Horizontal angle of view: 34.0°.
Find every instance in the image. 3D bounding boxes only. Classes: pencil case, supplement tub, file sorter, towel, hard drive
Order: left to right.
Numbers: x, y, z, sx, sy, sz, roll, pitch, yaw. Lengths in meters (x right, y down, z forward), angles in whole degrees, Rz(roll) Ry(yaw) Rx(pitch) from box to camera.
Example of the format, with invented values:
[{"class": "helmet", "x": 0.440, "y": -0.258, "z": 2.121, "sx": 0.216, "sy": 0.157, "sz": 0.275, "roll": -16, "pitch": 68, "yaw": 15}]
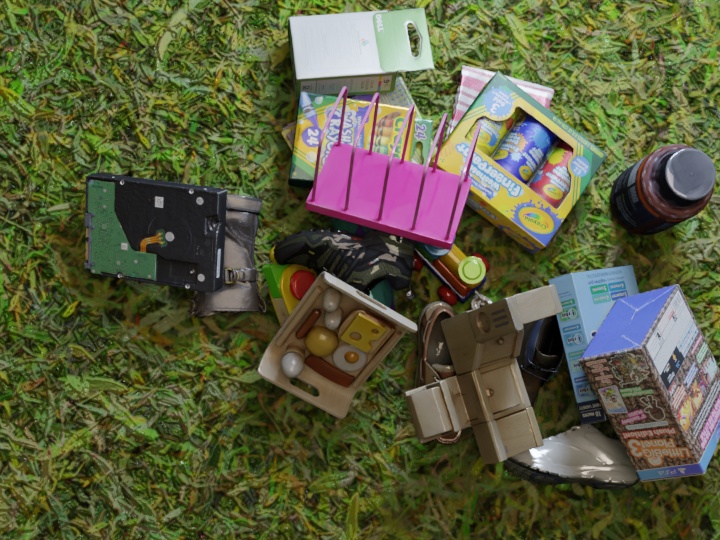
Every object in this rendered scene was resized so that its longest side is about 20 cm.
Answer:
[{"class": "hard drive", "x": -0.280, "y": -0.053, "z": 1.604, "sx": 0.198, "sy": 0.038, "sz": 0.141, "roll": 7, "pitch": 103, "yaw": 15}, {"class": "pencil case", "x": 0.000, "y": 0.000, "z": 1.643, "sx": 0.092, "sy": 0.085, "sz": 0.202, "roll": -6, "pitch": 84, "yaw": 32}, {"class": "towel", "x": 0.001, "y": -0.184, "z": 1.703, "sx": 0.199, "sy": 0.023, "sz": 0.145, "roll": -26, "pitch": 85, "yaw": -8}, {"class": "file sorter", "x": 0.047, "y": -0.142, "z": 1.533, "sx": 0.198, "sy": 0.126, "sz": 0.140, "roll": 16, "pitch": 45, "yaw": 6}, {"class": "towel", "x": 0.198, "y": -0.191, "z": 1.719, "sx": 0.145, "sy": 0.030, "sz": 0.202, "roll": 13, "pitch": 81, "yaw": -4}, {"class": "supplement tub", "x": 0.426, "y": -0.114, "z": 1.643, "sx": 0.106, "sy": 0.200, "sz": 0.108, "roll": 1, "pitch": 83, "yaw": -6}]

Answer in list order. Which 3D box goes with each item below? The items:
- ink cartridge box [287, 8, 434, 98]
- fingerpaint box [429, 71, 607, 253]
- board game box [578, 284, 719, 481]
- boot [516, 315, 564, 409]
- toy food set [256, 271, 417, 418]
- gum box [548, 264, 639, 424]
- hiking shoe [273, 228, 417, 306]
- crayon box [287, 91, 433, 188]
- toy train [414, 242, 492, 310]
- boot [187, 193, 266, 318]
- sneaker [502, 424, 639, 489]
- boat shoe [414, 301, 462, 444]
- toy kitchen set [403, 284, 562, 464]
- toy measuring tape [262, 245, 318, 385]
[{"class": "ink cartridge box", "x": -0.001, "y": -0.311, "z": 1.689, "sx": 0.198, "sy": 0.059, "sz": 0.105, "roll": -6, "pitch": 68, "yaw": -6}, {"class": "fingerpaint box", "x": 0.219, "y": -0.152, "z": 1.666, "sx": 0.199, "sy": 0.073, "sz": 0.167, "roll": 37, "pitch": 79, "yaw": -2}, {"class": "board game box", "x": 0.401, "y": 0.150, "z": 1.576, "sx": 0.159, "sy": 0.096, "sz": 0.201, "roll": -44, "pitch": 110, "yaw": -46}, {"class": "boot", "x": 0.232, "y": 0.139, "z": 1.645, "sx": 0.074, "sy": 0.097, "sz": 0.202, "roll": 19, "pitch": 81, "yaw": -2}, {"class": "toy food set", "x": -0.033, "y": 0.104, "z": 1.567, "sx": 0.143, "sy": 0.200, "sz": 0.061, "roll": 29, "pitch": 37, "yaw": -12}, {"class": "gum box", "x": 0.344, "y": 0.099, "z": 1.638, "sx": 0.169, "sy": 0.044, "sz": 0.202, "roll": -6, "pitch": 81, "yaw": -49}, {"class": "hiking shoe", "x": -0.024, "y": -0.003, "z": 1.567, "sx": 0.198, "sy": 0.076, "sz": 0.102, "roll": -1, "pitch": 85, "yaw": 17}, {"class": "crayon box", "x": 0.004, "y": -0.173, "z": 1.666, "sx": 0.198, "sy": 0.052, "sz": 0.127, "roll": 7, "pitch": 82, "yaw": -5}, {"class": "toy train", "x": 0.153, "y": 0.010, "z": 1.645, "sx": 0.085, "sy": 0.116, "sz": 0.200, "roll": -43, "pitch": 88, "yaw": -8}, {"class": "boot", "x": -0.225, "y": -0.022, "z": 1.643, "sx": 0.198, "sy": 0.069, "sz": 0.176, "roll": 5, "pitch": 90, "yaw": 3}, {"class": "sneaker", "x": 0.294, "y": 0.259, "z": 1.658, "sx": 0.198, "sy": 0.075, "sz": 0.088, "roll": 7, "pitch": 70, "yaw": -11}, {"class": "boat shoe", "x": 0.112, "y": 0.145, "z": 1.643, "sx": 0.075, "sy": 0.072, "sz": 0.202, "roll": -7, "pitch": 89, "yaw": -5}, {"class": "toy kitchen set", "x": 0.169, "y": 0.148, "z": 1.522, "sx": 0.162, "sy": 0.180, "sz": 0.202, "roll": -15, "pitch": 84, "yaw": -27}, {"class": "toy measuring tape", "x": -0.080, "y": 0.057, "z": 1.650, "sx": 0.073, "sy": 0.074, "sz": 0.202, "roll": -20, "pitch": 100, "yaw": -7}]
